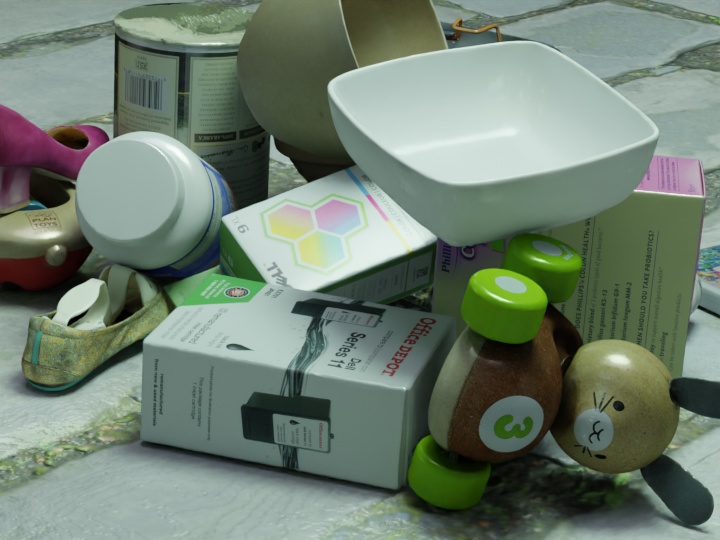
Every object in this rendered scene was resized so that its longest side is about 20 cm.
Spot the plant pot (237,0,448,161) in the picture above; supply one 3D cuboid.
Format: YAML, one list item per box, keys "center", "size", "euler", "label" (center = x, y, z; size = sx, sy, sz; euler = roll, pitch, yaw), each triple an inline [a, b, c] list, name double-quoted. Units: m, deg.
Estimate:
- center: [-0.024, -0.175, 1.688]
  size: [0.134, 0.200, 0.200]
  euler: [-18, 11, 26]
  label: "plant pot"

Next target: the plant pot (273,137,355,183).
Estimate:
- center: [0.022, -0.109, 1.846]
  size: [0.201, 0.093, 0.201]
  euler: [-7, 20, 3]
  label: "plant pot"

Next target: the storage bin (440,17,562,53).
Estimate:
- center: [0.101, -0.178, 2.082]
  size: [0.200, 0.146, 0.134]
  euler: [15, 34, 28]
  label: "storage bin"

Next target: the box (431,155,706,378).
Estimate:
- center: [0.159, 0.000, 1.556]
  size: [0.200, 0.176, 0.097]
  euler: [5, 21, 5]
  label: "box"

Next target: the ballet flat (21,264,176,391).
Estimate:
- center: [-0.200, 0.032, 1.571]
  size: [0.071, 0.071, 0.200]
  euler: [12, 22, 20]
  label: "ballet flat"

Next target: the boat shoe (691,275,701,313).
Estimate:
- center: [0.188, 0.009, 1.696]
  size: [0.200, 0.072, 0.066]
  euler: [17, 19, 11]
  label: "boat shoe"

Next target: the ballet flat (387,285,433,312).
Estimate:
- center: [0.000, 0.000, 1.682]
  size: [0.200, 0.072, 0.072]
  euler: [5, 21, 4]
  label: "ballet flat"

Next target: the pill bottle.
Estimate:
- center: [-0.170, -0.053, 1.635]
  size: [0.112, 0.112, 0.200]
  euler: [7, -4, 8]
  label: "pill bottle"

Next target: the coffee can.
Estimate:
- center: [-0.151, -0.127, 1.803]
  size: [0.146, 0.200, 0.146]
  euler: [4, 21, -1]
  label: "coffee can"

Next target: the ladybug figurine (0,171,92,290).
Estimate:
- center: [-0.295, -0.035, 1.718]
  size: [0.136, 0.072, 0.200]
  euler: [-5, 22, -24]
  label: "ladybug figurine"

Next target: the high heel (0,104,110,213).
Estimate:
- center: [-0.270, -0.121, 1.710]
  size: [0.067, 0.096, 0.200]
  euler: [13, 23, 23]
  label: "high heel"

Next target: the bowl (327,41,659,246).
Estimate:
- center: [0.092, -0.087, 1.444]
  size: [0.200, 0.075, 0.200]
  euler: [-12, 33, -24]
  label: "bowl"

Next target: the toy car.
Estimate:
- center: [0.158, 0.096, 1.361]
  size: [0.200, 0.164, 0.158]
  euler: [23, 26, 15]
  label: "toy car"

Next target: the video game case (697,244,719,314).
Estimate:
- center: [0.386, 0.017, 1.763]
  size: [0.182, 0.024, 0.200]
  euler: [-13, 27, -36]
  label: "video game case"

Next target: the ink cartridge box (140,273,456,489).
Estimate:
- center: [-0.042, 0.078, 1.452]
  size: [0.200, 0.083, 0.147]
  euler: [10, 23, 14]
  label: "ink cartridge box"

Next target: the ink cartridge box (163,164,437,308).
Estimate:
- center: [-0.048, -0.007, 1.599]
  size: [0.200, 0.059, 0.104]
  euler: [-22, 54, -21]
  label: "ink cartridge box"
